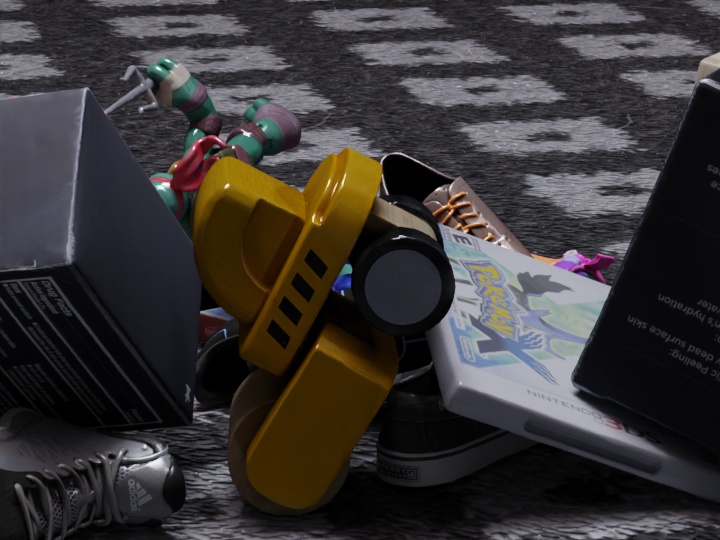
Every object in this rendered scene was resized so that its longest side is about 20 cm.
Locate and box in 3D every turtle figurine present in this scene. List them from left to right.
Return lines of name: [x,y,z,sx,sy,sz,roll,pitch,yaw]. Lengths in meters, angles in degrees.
turtle figurine: [-0.114,-0.058,1.775,0.101,0.150,0.200,34,21,22]

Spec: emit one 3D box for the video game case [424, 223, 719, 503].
video game case: [0.120,0.049,1.563,0.182,0.022,0.200,20,25,-18]

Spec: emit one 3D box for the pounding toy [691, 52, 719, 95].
pounding toy: [0.305,-0.084,2.051,0.142,0.184,0.200,20,21,23]

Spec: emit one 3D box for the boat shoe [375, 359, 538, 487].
boat shoe: [0.074,0.076,1.606,0.071,0.064,0.200,7,15,26]

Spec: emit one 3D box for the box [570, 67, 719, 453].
box: [0.255,0.009,1.491,0.197,0.200,0.117,27,21,13]

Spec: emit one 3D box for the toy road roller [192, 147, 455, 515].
toy road roller: [-0.044,0.022,1.497,0.146,0.200,0.123,27,11,-8]

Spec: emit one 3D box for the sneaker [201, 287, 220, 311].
sneaker: [-0.106,0.007,1.900,0.080,0.074,0.200,25,29,28]

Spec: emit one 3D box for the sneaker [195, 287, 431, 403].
sneaker: [-0.017,0.050,1.660,0.200,0.070,0.078,-14,19,35]

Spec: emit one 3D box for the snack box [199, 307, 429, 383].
snack box: [-0.019,0.050,1.785,0.200,0.024,0.072,14,19,43]

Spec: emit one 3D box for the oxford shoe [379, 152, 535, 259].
oxford shoe: [0.066,-0.013,1.718,0.071,0.073,0.200,-35,39,-14]

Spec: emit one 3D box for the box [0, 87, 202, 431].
box: [-0.214,0.005,1.505,0.198,0.123,0.200,-5,-30,15]

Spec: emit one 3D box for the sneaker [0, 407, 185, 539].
sneaker: [-0.155,0.118,1.427,0.115,0.075,0.200,4,14,5]

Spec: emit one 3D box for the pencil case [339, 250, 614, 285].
pencil case: [0.079,0.016,1.805,0.200,0.088,0.088,10,18,36]

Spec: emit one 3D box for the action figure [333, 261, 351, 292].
action figure: [0.000,0.000,1.744,0.052,0.065,0.200,8,-4,-27]

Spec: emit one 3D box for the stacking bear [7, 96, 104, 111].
stacking bear: [-0.190,-0.010,1.667,0.121,0.200,0.114,7,16,25]
